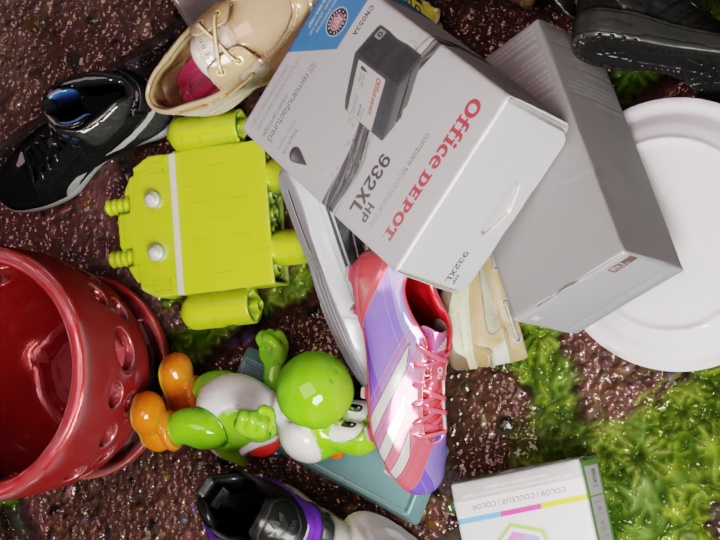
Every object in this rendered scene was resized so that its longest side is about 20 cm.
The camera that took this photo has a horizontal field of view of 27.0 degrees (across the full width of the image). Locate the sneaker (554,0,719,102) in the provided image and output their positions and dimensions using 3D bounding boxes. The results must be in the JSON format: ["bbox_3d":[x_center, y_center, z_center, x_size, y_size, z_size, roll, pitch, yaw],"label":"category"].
[{"bbox_3d":[0.221,-0.194,1.099,0.198,0.060,0.105,12,62,-9],"label":"sneaker"}]

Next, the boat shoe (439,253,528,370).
[{"bbox_3d":[0.097,-0.026,1.165,0.076,0.072,0.202,-6,95,10],"label":"boat shoe"}]

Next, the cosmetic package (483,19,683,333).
[{"bbox_3d":[0.143,-0.067,1.090,0.107,0.090,0.201,-32,63,35],"label":"cosmetic package"}]

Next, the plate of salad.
[{"bbox_3d":[0.234,-0.026,1.110,0.199,0.048,0.202,1,92,31],"label":"plate of salad"}]

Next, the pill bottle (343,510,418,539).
[{"bbox_3d":[-0.023,0.296,1.168,0.111,0.111,0.200,41,103,19],"label":"pill bottle"}]

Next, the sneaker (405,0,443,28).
[{"bbox_3d":[0.024,-0.204,1.207,0.076,0.075,0.201,-18,82,0],"label":"sneaker"}]

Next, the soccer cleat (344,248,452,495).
[{"bbox_3d":[0.041,0.076,1.136,0.076,0.067,0.201,-4,102,39],"label":"soccer cleat"}]

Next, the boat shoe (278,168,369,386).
[{"bbox_3d":[0.000,0.000,1.195,0.071,0.072,0.201,-20,96,-13],"label":"boat shoe"}]

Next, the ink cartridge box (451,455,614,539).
[{"bbox_3d":[0.144,0.247,1.127,0.103,0.059,0.201,-14,82,22],"label":"ink cartridge box"}]

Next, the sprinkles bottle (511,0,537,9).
[{"bbox_3d":[0.054,-0.269,1.157,0.199,0.068,0.069,23,96,2],"label":"sprinkles bottle"}]

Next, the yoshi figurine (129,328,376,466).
[{"bbox_3d":[-0.080,0.099,1.189,0.199,0.112,0.113,3,81,20],"label":"yoshi figurine"}]

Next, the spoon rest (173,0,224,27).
[{"bbox_3d":[-0.067,-0.194,1.233,0.200,0.099,0.061,33,75,32],"label":"spoon rest"}]

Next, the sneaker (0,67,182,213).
[{"bbox_3d":[-0.259,-0.118,1.290,0.199,0.112,0.073,-29,76,19],"label":"sneaker"}]

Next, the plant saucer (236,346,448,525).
[{"bbox_3d":[-0.027,0.134,1.230,0.199,0.019,0.070,25,96,23],"label":"plant saucer"}]

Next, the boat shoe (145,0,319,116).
[{"bbox_3d":[-0.104,-0.170,1.172,0.200,0.069,0.074,-35,78,49],"label":"boat shoe"}]

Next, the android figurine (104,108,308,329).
[{"bbox_3d":[-0.127,-0.042,1.270,0.199,0.041,0.184,-5,86,21],"label":"android figurine"}]

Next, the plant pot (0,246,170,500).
[{"bbox_3d":[-0.264,0.084,1.243,0.199,0.182,0.202,-1,87,23],"label":"plant pot"}]

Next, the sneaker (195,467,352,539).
[{"bbox_3d":[-0.090,0.185,1.168,0.200,0.099,0.070,1,62,61],"label":"sneaker"}]

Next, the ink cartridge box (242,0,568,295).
[{"bbox_3d":[0.028,-0.102,1.079,0.200,0.083,0.146,43,106,37],"label":"ink cartridge box"}]
